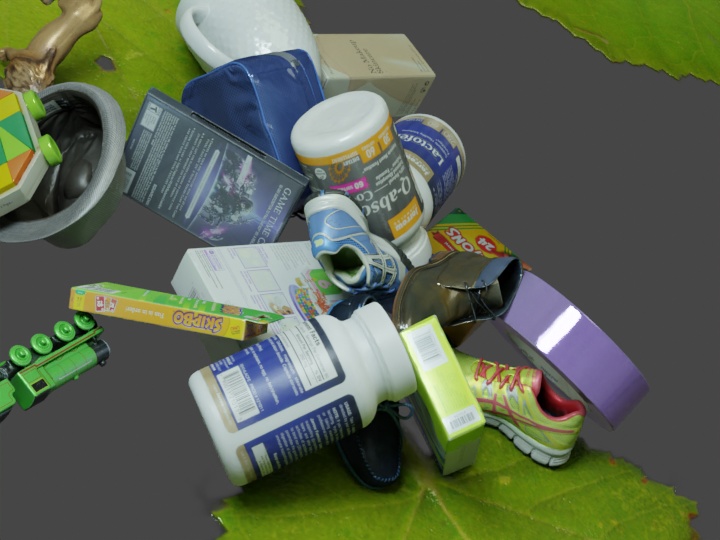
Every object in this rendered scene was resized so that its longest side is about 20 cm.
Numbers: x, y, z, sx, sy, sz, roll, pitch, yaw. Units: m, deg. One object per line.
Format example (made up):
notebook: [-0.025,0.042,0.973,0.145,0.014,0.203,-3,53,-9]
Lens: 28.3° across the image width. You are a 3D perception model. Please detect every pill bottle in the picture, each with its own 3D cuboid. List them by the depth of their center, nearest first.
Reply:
pill bottle: [-0.054,0.114,1.367,0.198,0.116,0.116,-24,56,-9]
pill bottle: [0.006,-0.088,1.594,0.117,0.115,0.202,-73,146,-52]
pill bottle: [0.049,-0.105,1.768,0.115,0.116,0.200,34,37,3]

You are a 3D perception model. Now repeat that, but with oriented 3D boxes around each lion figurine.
lion figurine: [-0.348,-0.263,1.636,0.072,0.201,0.122,31,0,-34]

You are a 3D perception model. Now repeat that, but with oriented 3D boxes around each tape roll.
tape roll: [0.235,0.092,1.626,0.200,0.066,0.200,44,-2,2]

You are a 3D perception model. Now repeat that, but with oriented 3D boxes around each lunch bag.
lunch bag: [-0.102,-0.151,1.662,0.132,0.135,0.203,-23,99,-46]

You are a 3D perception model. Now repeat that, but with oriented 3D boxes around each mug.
mug: [-0.146,-0.283,1.794,0.199,0.148,0.176,-2,52,-55]

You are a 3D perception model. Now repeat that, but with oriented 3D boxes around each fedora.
fedora: [-0.310,-0.096,1.498,0.090,0.175,0.202,52,32,-54]

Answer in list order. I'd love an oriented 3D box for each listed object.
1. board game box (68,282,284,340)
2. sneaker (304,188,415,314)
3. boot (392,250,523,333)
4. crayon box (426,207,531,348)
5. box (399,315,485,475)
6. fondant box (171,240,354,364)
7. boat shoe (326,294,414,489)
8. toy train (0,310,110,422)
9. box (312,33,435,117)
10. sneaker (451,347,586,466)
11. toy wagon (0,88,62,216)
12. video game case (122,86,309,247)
board game box: [-0.180,0.041,1.420,0.197,0.030,0.095,7,4,11]
sneaker: [0.000,0.000,1.534,0.200,0.075,0.078,43,37,-39]
boot: [0.105,0.026,1.544,0.096,0.076,0.200,-4,23,26]
crayon box: [0.112,0.012,1.736,0.127,0.051,0.200,40,38,9]
box: [0.081,0.135,1.477,0.047,0.200,0.123,-23,72,-7]
fondant box: [-0.088,0.041,1.555,0.198,0.059,0.145,-5,51,-38]
boat shoe: [0.005,0.122,1.474,0.083,0.068,0.203,-6,74,-40]
toy train: [-0.311,0.097,1.350,0.057,0.042,0.199,49,39,7]
box: [-0.006,-0.263,1.937,0.198,0.078,0.095,-9,54,-42]
sneaker: [0.168,0.133,1.607,0.198,0.091,0.078,29,38,-2]
toy wagon: [-0.396,-0.132,1.467,0.154,0.040,0.201,-27,55,1]
video game case: [-0.170,-0.097,1.579,0.198,0.143,0.019,30,39,-3]
